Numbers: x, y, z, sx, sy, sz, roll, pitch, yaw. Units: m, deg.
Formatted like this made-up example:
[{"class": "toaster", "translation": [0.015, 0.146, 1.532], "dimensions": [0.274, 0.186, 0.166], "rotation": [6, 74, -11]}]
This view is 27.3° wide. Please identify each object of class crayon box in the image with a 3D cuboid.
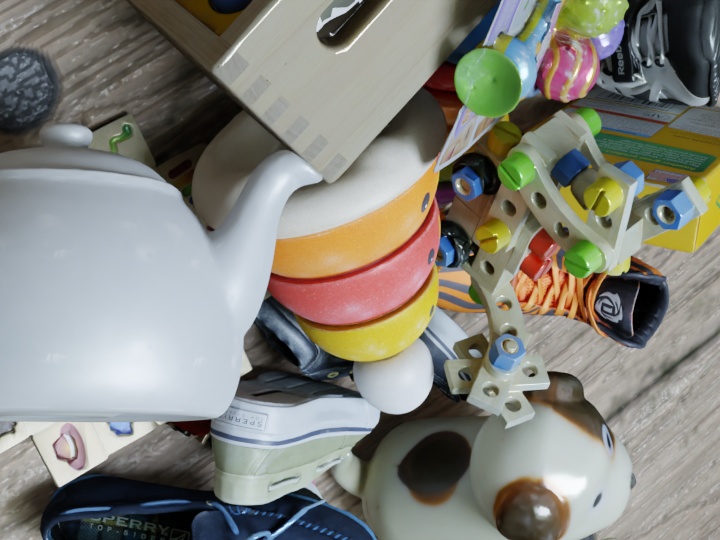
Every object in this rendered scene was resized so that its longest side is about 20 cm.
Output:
[{"class": "crayon box", "translation": [0.175, -0.066, 0.954], "dimensions": [0.200, 0.125, 0.052], "rotation": [-33, 132, -57]}]

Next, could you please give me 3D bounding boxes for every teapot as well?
[{"class": "teapot", "translation": [-0.153, 0.000, 0.729], "dimensions": [0.200, 0.197, 0.147], "rotation": [5, 81, -39]}]

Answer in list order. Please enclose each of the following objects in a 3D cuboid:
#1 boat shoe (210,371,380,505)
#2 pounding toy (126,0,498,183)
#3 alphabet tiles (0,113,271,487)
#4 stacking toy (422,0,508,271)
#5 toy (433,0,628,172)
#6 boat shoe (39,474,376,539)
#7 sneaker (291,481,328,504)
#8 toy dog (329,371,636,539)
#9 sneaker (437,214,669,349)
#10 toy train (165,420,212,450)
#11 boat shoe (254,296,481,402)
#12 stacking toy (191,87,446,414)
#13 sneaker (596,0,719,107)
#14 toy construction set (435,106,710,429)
[{"class": "boat shoe", "translation": [-0.044, 0.100, 0.901], "dimensions": [0.200, 0.072, 0.062], "rotation": [5, 99, -69]}, {"class": "pounding toy", "translation": [-0.031, -0.192, 0.769], "dimensions": [0.200, 0.184, 0.142], "rotation": [-48, 132, 1]}, {"class": "alphabet tiles", "translation": [-0.149, 0.016, 0.831], "dimensions": [0.200, 0.006, 0.167], "rotation": [-31, 105, -24]}, {"class": "stacking toy", "translation": [0.046, -0.081, 0.919], "dimensions": [0.116, 0.110, 0.200], "rotation": [-36, 141, -48]}, {"class": "toy", "translation": [0.111, -0.126, 0.803], "dimensions": [0.200, 0.047, 0.115], "rotation": [-38, 154, -52]}, {"class": "boat shoe", "translation": [-0.091, 0.171, 0.871], "dimensions": [0.199, 0.069, 0.084], "rotation": [2, 98, 6]}, {"class": "sneaker", "translation": [-0.095, 0.193, 0.938], "dimensions": [0.200, 0.086, 0.081], "rotation": [-31, 124, -23]}, {"class": "toy dog", "translation": [0.096, 0.134, 0.978], "dimensions": [0.194, 0.200, 0.140], "rotation": [33, 62, -15]}, {"class": "sneaker", "translation": [0.134, 0.005, 1.013], "dimensions": [0.200, 0.112, 0.078], "rotation": [-3, 111, -35]}, {"class": "toy train", "translation": [-0.111, 0.082, 0.903], "dimensions": [0.200, 0.046, 0.034], "rotation": [36, 86, -42]}, {"class": "boat shoe", "translation": [0.003, 0.045, 0.965], "dimensions": [0.091, 0.071, 0.200], "rotation": [-50, 124, -8]}, {"class": "stacking toy", "translation": [0.000, 0.000, 0.857], "dimensions": [0.146, 0.146, 0.200], "rotation": [-35, 127, -20]}, {"class": "sneaker", "translation": [0.183, -0.140, 0.947], "dimensions": [0.088, 0.200, 0.074], "rotation": [5, 89, 3]}, {"class": "toy construction set", "translation": [0.102, -0.010, 0.851], "dimensions": [0.092, 0.131, 0.200], "rotation": [-28, 154, -47]}]
